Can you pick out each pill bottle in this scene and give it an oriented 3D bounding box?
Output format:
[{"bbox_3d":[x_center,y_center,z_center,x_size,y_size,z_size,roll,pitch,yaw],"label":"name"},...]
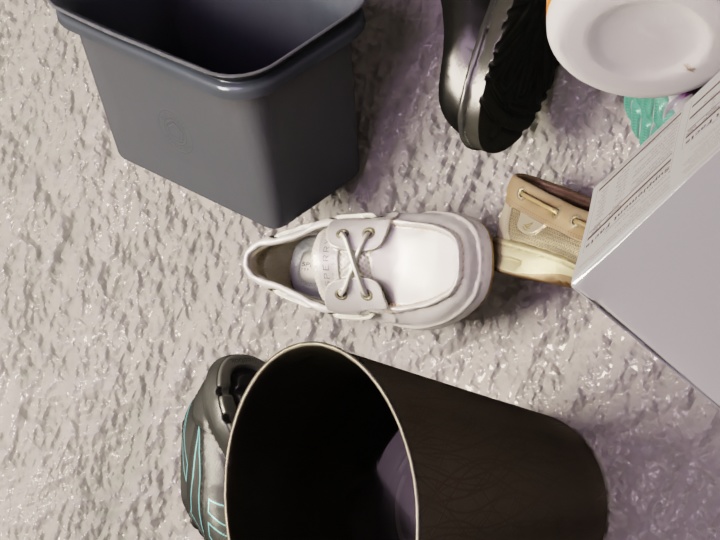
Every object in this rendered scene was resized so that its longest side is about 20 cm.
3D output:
[{"bbox_3d":[0.157,-0.203,1.402,0.110,0.110,0.200,-25,46,36],"label":"pill bottle"}]

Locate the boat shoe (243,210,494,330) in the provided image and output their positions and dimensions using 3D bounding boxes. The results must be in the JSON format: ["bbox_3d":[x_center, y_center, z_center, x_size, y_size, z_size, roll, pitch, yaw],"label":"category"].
[{"bbox_3d":[0.000,0.000,1.551,0.200,0.069,0.071,-6,81,52],"label":"boat shoe"}]

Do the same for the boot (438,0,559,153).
[{"bbox_3d":[0.047,-0.180,1.544,0.158,0.079,0.211,10,82,33],"label":"boot"}]

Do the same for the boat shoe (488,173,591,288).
[{"bbox_3d":[0.154,-0.016,1.448,0.200,0.071,0.065,13,95,41],"label":"boat shoe"}]

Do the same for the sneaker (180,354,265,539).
[{"bbox_3d":[-0.069,0.157,1.630,0.079,0.075,0.200,-37,57,47],"label":"sneaker"}]

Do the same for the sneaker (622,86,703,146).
[{"bbox_3d":[0.204,-0.089,1.433,0.074,0.087,0.200,93,165,-50],"label":"sneaker"}]

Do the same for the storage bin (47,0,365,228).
[{"bbox_3d":[-0.082,-0.125,1.619,0.200,0.146,0.134,26,140,38],"label":"storage bin"}]

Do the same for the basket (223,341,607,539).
[{"bbox_3d":[0.039,0.133,1.447,0.136,0.200,0.181,-16,77,37],"label":"basket"}]

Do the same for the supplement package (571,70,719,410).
[{"bbox_3d":[0.235,-0.002,1.289,0.200,0.111,0.156,40,119,-10],"label":"supplement package"}]
